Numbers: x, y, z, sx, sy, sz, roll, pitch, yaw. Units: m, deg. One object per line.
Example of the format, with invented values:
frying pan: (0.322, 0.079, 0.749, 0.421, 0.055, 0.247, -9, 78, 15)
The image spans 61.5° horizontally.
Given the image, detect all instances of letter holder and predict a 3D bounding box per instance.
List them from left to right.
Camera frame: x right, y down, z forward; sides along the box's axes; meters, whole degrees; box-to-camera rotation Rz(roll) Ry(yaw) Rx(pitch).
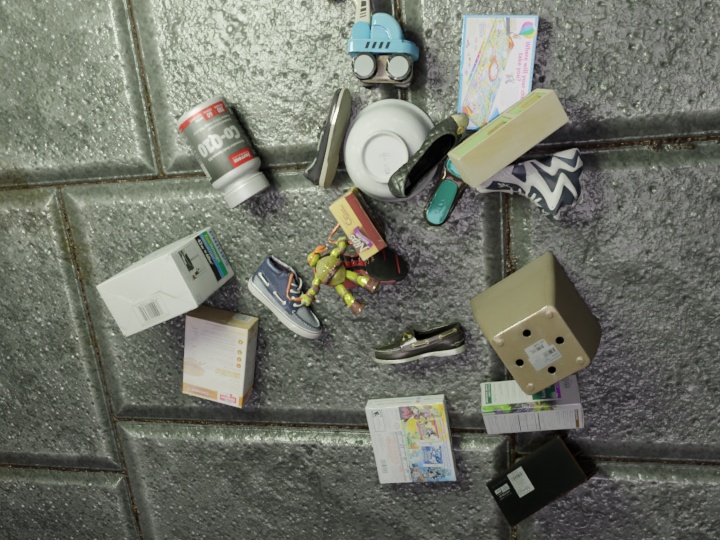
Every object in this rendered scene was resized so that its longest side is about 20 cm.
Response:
letter holder: (0.398, 0.447, 1.313, 0.200, 0.141, 0.101, -43, 63, 22)

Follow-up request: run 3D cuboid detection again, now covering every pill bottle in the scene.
pill bottle: (-0.274, -0.237, 1.233, 0.113, 0.114, 0.202, -27, 100, 19)

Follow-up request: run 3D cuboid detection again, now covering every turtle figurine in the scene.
turtle figurine: (-0.042, 0.001, 1.192, 0.160, 0.064, 0.201, 34, 75, 5)

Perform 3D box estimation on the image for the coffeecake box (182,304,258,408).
coffeecake box: (-0.325, 0.199, 1.405, 0.151, 0.073, 0.203, 12, 110, 9)

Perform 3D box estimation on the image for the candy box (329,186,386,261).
candy box: (-0.002, -0.096, 1.166, 0.056, 0.200, 0.117, -32, 99, 6)

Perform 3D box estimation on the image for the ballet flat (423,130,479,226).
ballet flat: (0.181, -0.178, 1.166, 0.068, 0.068, 0.201, 34, 102, 1)

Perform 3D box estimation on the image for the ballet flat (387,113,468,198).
ballet flat: (0.132, -0.206, 1.113, 0.200, 0.057, 0.066, -47, 135, -2)

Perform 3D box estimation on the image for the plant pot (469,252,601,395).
plant pot: (0.340, 0.119, 1.170, 0.199, 0.177, 0.201, -34, 97, 20)

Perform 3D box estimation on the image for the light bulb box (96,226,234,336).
light bulb box: (-0.410, 0.019, 1.300, 0.196, 0.200, 0.126, -21, 104, 18)

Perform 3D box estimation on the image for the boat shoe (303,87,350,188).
boat shoe: (-0.070, -0.265, 1.199, 0.062, 0.073, 0.202, 23, 115, 16)

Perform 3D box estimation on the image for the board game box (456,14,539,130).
board game box: (0.249, -0.360, 1.114, 0.132, 0.034, 0.203, 6, 109, 12)

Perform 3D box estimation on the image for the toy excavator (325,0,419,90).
toy excavator: (0.016, -0.447, 1.119, 0.191, 0.100, 0.203, 5, 96, 9)

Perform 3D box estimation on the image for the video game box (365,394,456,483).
video game box: (0.117, 0.385, 1.377, 0.179, 0.047, 0.203, -6, 106, 17)

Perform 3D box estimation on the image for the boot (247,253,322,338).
boot: (-0.150, 0.058, 1.319, 0.199, 0.073, 0.091, 38, 117, 0)

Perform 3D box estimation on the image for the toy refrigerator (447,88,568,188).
toy refrigerator: (0.258, -0.238, 1.076, 0.199, 0.076, 0.070, -35, 109, 5)

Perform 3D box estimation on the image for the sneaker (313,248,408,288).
sneaker: (0.000, 0.000, 1.277, 0.197, 0.087, 0.075, 0, 70, -4)

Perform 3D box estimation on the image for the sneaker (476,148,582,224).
sneaker: (0.324, -0.142, 1.141, 0.196, 0.079, 0.132, -15, 95, 7)

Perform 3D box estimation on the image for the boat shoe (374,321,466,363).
boat shoe: (0.122, 0.153, 1.291, 0.198, 0.072, 0.062, -11, 101, 9)

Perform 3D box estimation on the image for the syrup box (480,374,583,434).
syrup box: (0.355, 0.279, 1.258, 0.197, 0.079, 0.082, -9, 126, 16)

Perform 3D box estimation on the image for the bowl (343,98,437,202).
bowl: (0.052, -0.225, 1.174, 0.198, 0.090, 0.204, 4, 108, 12)
